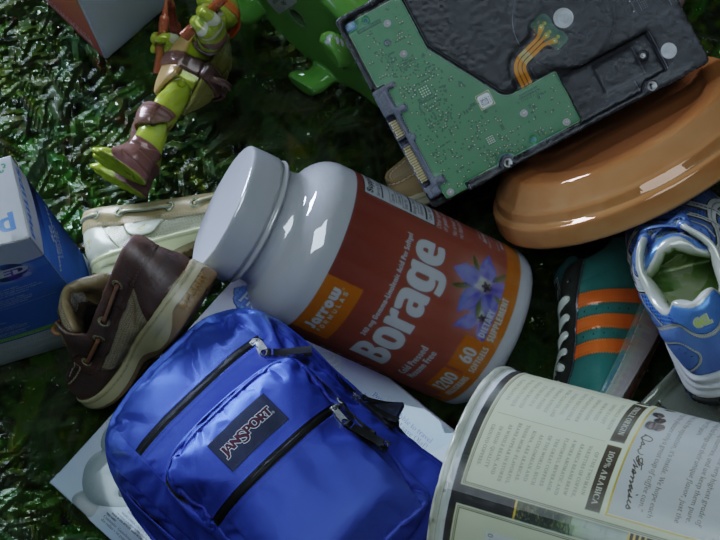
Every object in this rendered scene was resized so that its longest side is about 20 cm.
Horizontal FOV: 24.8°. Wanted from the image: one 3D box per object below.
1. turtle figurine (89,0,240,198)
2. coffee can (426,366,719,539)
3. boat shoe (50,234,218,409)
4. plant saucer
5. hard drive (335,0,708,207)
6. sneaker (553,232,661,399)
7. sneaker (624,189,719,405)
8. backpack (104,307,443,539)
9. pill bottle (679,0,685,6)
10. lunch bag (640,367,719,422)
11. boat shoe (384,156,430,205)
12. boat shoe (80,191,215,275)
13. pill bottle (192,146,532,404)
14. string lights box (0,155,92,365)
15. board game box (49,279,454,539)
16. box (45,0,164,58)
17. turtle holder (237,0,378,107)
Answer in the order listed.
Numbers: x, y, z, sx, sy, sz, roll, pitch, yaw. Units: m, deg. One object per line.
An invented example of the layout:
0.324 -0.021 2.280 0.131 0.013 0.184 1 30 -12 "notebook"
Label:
-0.124 -0.129 1.121 0.064 0.200 0.161 32 79 -17 "turtle figurine"
0.155 0.146 0.907 0.200 0.146 0.147 14 73 22 "coffee can"
-0.159 0.029 1.050 0.072 0.200 0.072 35 61 -10 "boat shoe"
0.173 -0.084 1.066 0.200 0.200 0.037 -33 110 -6 "plant saucer"
0.103 -0.146 1.054 0.200 0.038 0.140 -29 91 4 "hard drive"
0.155 0.042 1.085 0.080 0.071 0.200 24 67 14 "sneaker"
0.201 -0.012 1.003 0.076 0.077 0.200 -25 38 10 "sneaker"
-0.049 0.118 0.980 0.162 0.168 0.200 -41 71 -17 "backpack"
0.169 -0.275 1.166 0.114 0.114 0.200 -1 71 5 "pill bottle"
0.279 0.098 1.028 0.200 0.118 0.164 -42 74 -14 "lunch bag"
0.087 -0.122 1.117 0.200 0.074 0.069 -39 110 11 "boat shoe"
-0.095 -0.040 1.134 0.200 0.073 0.063 -18 73 7 "boat shoe"
0.000 0.000 1.050 0.200 0.112 0.112 24 73 -17 "pill bottle"
-0.240 0.002 1.063 0.103 0.200 0.059 -16 70 -1 "string lights box"
-0.065 0.131 1.085 0.200 0.043 0.199 39 80 16 "board game box"
-0.209 -0.271 1.154 0.106 0.200 0.152 -43 73 -11 "box"
0.001 -0.197 1.142 0.185 0.141 0.132 39 76 18 "turtle holder"
